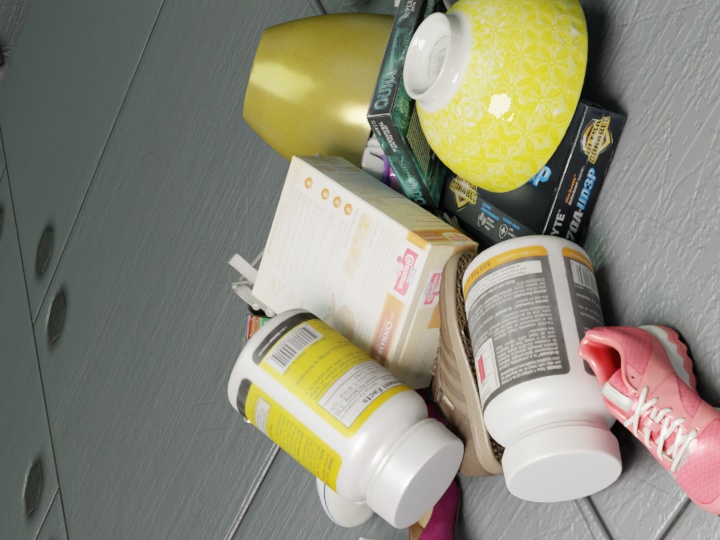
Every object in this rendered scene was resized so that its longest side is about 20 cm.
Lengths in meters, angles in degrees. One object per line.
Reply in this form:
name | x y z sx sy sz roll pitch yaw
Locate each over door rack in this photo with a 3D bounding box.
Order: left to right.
over door rack | -0.073 -0.029 1.593 0.148 0.066 0.200 -52 -3 -10

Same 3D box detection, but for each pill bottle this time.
pill bottle | -0.013 0.132 1.330 0.200 0.114 0.115 37 115 25
pill bottle | 0.152 0.081 1.239 0.116 0.116 0.201 -46 40 45

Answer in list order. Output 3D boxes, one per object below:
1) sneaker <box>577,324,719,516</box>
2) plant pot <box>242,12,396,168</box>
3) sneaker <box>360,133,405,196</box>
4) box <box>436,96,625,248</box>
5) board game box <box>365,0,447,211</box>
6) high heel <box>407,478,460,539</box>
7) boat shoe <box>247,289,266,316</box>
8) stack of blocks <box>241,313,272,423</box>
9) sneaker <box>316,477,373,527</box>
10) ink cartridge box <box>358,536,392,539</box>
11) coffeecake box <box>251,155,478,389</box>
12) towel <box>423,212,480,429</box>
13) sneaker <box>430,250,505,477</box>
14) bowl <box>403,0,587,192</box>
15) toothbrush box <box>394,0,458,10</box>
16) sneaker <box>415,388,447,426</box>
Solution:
sneaker | 0.223 0.111 1.124 0.074 0.086 0.201 -65 30 25
plant pot | -0.048 -0.195 1.626 0.200 0.141 0.202 -166 90 -89
sneaker | 0.063 -0.146 1.558 0.081 0.088 0.201 79 -158 -50
box | 0.152 -0.096 1.388 0.200 0.046 0.160 42 116 60
board game box | 0.060 -0.177 1.457 0.028 0.136 0.201 -4 49 25
high heel | 0.049 0.230 1.394 0.068 0.095 0.200 -68 29 19
boat shoe | -0.074 -0.003 1.766 0.200 0.071 0.077 -27 40 55
stack of blocks | -0.101 0.112 1.702 0.200 0.058 0.116 -179 96 -81
sneaker | 0.003 0.196 1.453 0.201 0.073 0.071 96 152 -45
ink cartridge box | 0.006 0.376 1.429 0.201 0.084 0.145 -59 32 32
coffeecake box | 0.000 0.000 1.433 0.200 0.073 0.155 35 116 38
towel | 0.099 0.066 1.402 0.200 0.022 0.147 55 129 34
sneaker | 0.088 0.086 1.342 0.075 0.070 0.202 -17 77 45
bowl | 0.103 -0.179 1.351 0.200 0.107 0.202 -37 47 52
toothbrush box | 0.101 -0.384 1.566 0.146 0.085 0.202 -37 49 51
sneaker | 0.031 0.104 1.513 0.200 0.073 0.088 54 156 36
